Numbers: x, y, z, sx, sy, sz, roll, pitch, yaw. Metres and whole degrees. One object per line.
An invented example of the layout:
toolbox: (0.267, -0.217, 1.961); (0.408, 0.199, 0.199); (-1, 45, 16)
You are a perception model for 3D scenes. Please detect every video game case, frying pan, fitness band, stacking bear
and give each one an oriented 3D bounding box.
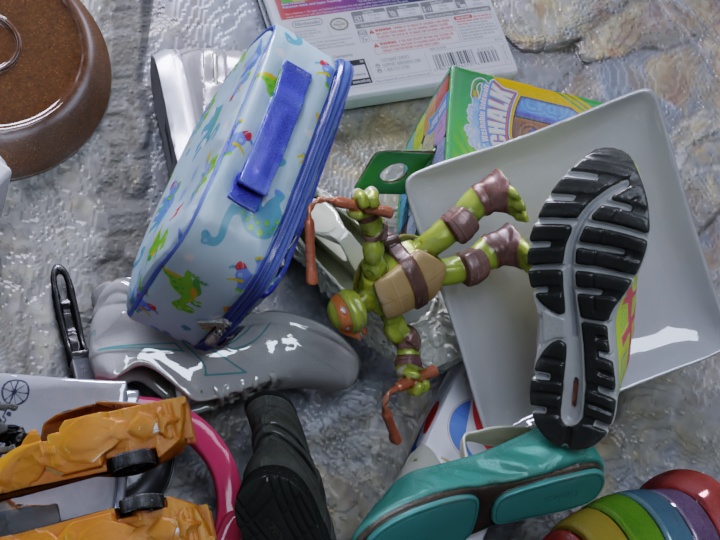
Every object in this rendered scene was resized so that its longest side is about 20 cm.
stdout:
video game case: (0.013, -0.223, 1.462); (0.198, 0.023, 0.184); (-11, 69, -22)
frying pan: (-0.178, 0.089, 1.242); (0.114, 0.031, 0.192); (14, 64, -12)
fitness band: (-0.158, 0.183, 1.176); (0.142, 0.037, 0.202); (27, 72, -2)
stacking bear: (0.166, 0.216, 1.233); (0.198, 0.114, 0.123); (-13, 69, -26)

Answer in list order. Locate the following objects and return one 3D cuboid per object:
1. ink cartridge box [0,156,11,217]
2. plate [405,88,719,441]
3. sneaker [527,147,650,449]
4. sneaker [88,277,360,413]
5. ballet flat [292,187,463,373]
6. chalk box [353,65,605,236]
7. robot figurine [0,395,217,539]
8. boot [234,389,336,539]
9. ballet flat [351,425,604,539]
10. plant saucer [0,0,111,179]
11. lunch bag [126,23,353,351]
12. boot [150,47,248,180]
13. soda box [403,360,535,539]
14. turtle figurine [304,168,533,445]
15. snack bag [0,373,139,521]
ink cartridge box: (-0.355, -0.026, 1.203); (0.144, 0.084, 0.201); (35, 62, 1)
plate: (0.147, -0.005, 1.266); (0.198, 0.032, 0.202); (-21, 97, -11)
sneaker: (0.155, 0.014, 1.209); (0.077, 0.090, 0.203); (12, 101, 14)
sneaker: (-0.098, 0.068, 1.250); (0.198, 0.071, 0.081); (11, 57, -11)
ballet flat: (0.000, 0.000, 1.291); (0.072, 0.072, 0.200); (-35, 61, -29)
chalk box: (0.097, -0.064, 1.351); (0.198, 0.125, 0.125); (13, 61, -13)
robot figurine: (-0.194, 0.151, 1.103); (0.198, 0.058, 0.147); (-13, 73, -3)
boot: (-0.033, 0.188, 1.201); (0.067, 0.131, 0.202); (-14, 111, 6)
ballet flat: (0.071, 0.147, 1.207); (0.198, 0.068, 0.071); (-13, 46, -24)
plant saucer: (-0.283, -0.163, 1.328); (0.198, 0.035, 0.203); (7, 64, -15)
lunch bag: (-0.080, -0.055, 1.184); (0.082, 0.161, 0.202); (26, 56, -12)
boot: (-0.095, -0.084, 1.325); (0.094, 0.074, 0.202); (-7, 66, -14)
soda box: (0.064, 0.153, 1.266); (0.068, 0.064, 0.201); (29, 59, -2)
turtle figurine: (0.040, 0.009, 1.196); (0.160, 0.064, 0.202); (-27, 119, -13)
snack bag: (-0.247, 0.163, 1.141); (0.186, 0.021, 0.202); (5, 71, 3)
